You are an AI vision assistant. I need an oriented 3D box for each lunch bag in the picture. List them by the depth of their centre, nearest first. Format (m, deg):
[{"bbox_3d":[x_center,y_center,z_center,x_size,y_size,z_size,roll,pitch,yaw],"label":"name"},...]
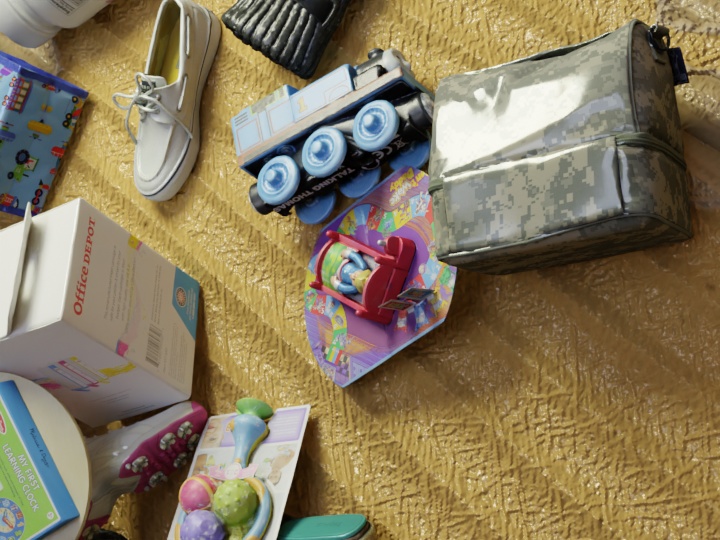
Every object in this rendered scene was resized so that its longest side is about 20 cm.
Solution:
[{"bbox_3d":[0.156,-0.095,1.080,0.199,0.139,0.169,-12,80,30],"label":"lunch bag"},{"bbox_3d":[-0.405,-0.161,1.484,0.200,0.094,0.151,28,97,42],"label":"lunch bag"}]

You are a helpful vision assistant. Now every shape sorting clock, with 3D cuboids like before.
[{"bbox_3d":[-0.329,0.189,1.209,0.199,0.039,0.201,-2,82,16],"label":"shape sorting clock"}]

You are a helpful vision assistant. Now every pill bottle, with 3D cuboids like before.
[{"bbox_3d":[-0.295,-0.324,1.428,0.200,0.113,0.114,-31,65,22],"label":"pill bottle"}]

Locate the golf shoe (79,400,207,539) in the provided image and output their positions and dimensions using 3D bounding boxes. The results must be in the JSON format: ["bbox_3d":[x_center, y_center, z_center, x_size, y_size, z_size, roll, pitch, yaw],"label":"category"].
[{"bbox_3d":[-0.235,0.173,1.264,0.200,0.075,0.091,-36,57,-19],"label":"golf shoe"}]

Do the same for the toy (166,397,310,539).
[{"bbox_3d":[-0.121,0.194,1.190,0.115,0.047,0.201,-10,43,29],"label":"toy"}]

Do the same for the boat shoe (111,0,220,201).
[{"bbox_3d":[-0.197,-0.173,1.349,0.074,0.086,0.203,13,86,33],"label":"boat shoe"}]

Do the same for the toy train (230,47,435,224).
[{"bbox_3d":[-0.023,-0.124,1.235,0.199,0.087,0.115,-27,60,24],"label":"toy train"}]

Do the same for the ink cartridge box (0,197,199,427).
[{"bbox_3d":[-0.259,0.037,1.257,0.125,0.200,0.129,-19,52,28],"label":"ink cartridge box"}]

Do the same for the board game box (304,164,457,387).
[{"bbox_3d":[0.000,0.000,1.181,0.200,0.039,0.159,-36,53,38],"label":"board game box"}]

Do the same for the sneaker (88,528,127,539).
[{"bbox_3d":[-0.231,0.300,1.277,0.199,0.074,0.088,25,99,34],"label":"sneaker"}]

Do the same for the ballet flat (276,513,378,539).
[{"bbox_3d":[-0.069,0.244,1.197,0.199,0.071,0.071,-3,78,33],"label":"ballet flat"}]

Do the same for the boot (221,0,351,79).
[{"bbox_3d":[-0.084,-0.294,1.311,0.211,0.079,0.158,42,102,31],"label":"boot"}]
